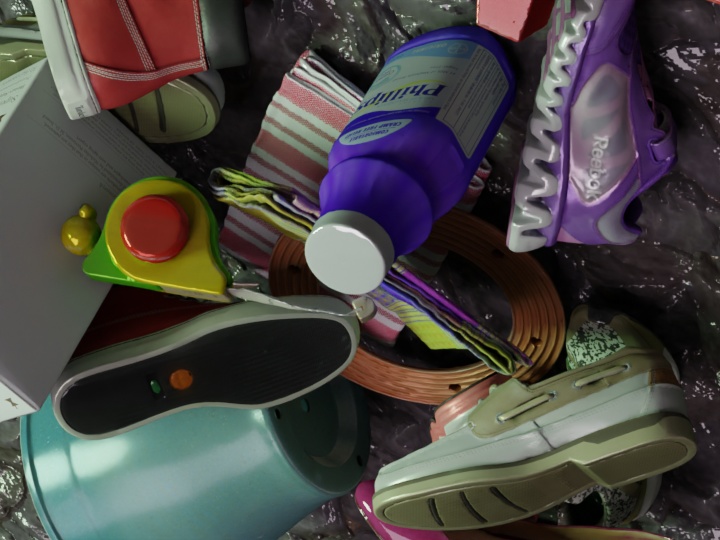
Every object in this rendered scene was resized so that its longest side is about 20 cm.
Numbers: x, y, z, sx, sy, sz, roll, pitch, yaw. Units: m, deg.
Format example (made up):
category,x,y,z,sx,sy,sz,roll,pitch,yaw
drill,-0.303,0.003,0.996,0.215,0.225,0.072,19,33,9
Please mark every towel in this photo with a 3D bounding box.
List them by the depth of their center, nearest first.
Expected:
category,x,y,z,sx,sy,sz,roll,pitch,yaw
towel,0.000,0.000,1.255,0.200,0.023,0.144,35,173,-22
towel,-0.008,-0.042,1.358,0.146,0.030,0.200,32,140,4

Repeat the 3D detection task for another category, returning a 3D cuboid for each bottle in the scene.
category,x,y,z,sx,sy,sz,roll,pitch,yaw
bottle,0.025,-0.064,1.172,0.083,0.200,0.065,-12,120,33

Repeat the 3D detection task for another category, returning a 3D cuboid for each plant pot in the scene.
category,x,y,z,sx,sy,sz,roll,pitch,yaw
plant pot,-0.104,0.114,1.458,0.188,0.200,0.200,-20,114,29

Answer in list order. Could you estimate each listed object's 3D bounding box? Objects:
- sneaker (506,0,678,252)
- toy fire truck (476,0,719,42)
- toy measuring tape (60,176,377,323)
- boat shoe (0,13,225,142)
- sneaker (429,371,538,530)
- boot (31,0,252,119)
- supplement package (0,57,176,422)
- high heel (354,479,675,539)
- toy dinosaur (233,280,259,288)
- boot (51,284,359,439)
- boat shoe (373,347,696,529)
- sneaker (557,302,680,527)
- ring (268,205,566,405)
category,x,y,z,sx,sy,sz,roll,pitch,yaw
sneaker,0.141,-0.091,1.168,0.088,0.081,0.200,12,128,3
toy fire truck,0.146,-0.198,1.032,0.141,0.049,0.200,22,115,17
toy measuring tape,-0.084,-0.017,1.266,0.199,0.074,0.074,9,135,4
boat shoe,-0.170,-0.137,1.355,0.200,0.068,0.075,12,136,24
sneaker,0.081,0.149,1.392,0.087,0.074,0.200,55,160,22
boot,-0.141,-0.206,1.279,0.072,0.144,0.200,90,161,-81
supplement package,-0.232,-0.013,1.316,0.120,0.200,0.121,42,144,-24
high heel,0.099,0.161,1.313,0.200,0.067,0.096,26,121,-5
toy dinosaur,-0.165,-0.034,1.439,0.200,0.058,0.101,48,153,5
boot,-0.105,0.031,1.358,0.199,0.144,0.073,-12,121,-1
boat shoe,0.102,0.104,1.261,0.200,0.069,0.075,-16,151,11
sneaker,0.155,0.110,1.328,0.077,0.089,0.200,15,134,25
ring,0.037,0.018,1.351,0.200,0.019,0.201,10,139,9
